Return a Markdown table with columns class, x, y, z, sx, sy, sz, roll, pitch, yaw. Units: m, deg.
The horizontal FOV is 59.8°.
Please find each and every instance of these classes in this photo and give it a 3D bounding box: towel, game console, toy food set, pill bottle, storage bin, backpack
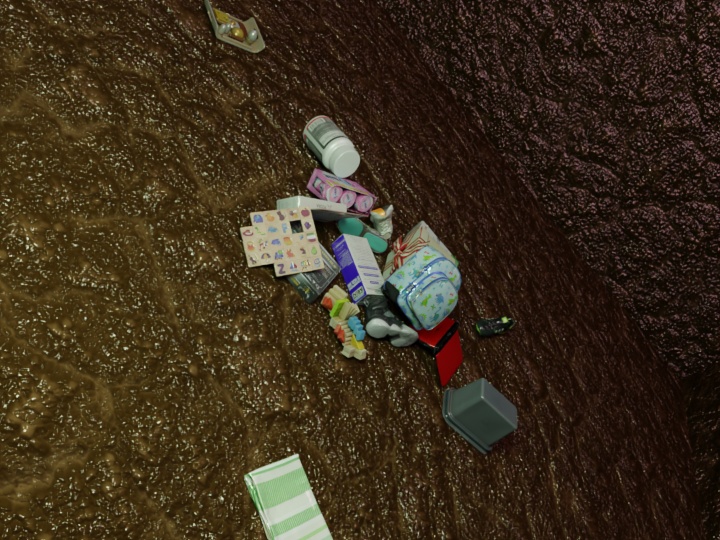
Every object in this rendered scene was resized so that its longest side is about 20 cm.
| class | x | y | z | sx | sy | sz | roll | pitch | yaw |
| --- | --- | --- | --- | --- | --- | --- | --- | --- | --- |
| towel | -0.133 | 0.470 | 1.215 | 0.151 | 0.023 | 0.203 | -3 | 61 | -54 |
| game console | 0.227 | 0.230 | 1.911 | 0.170 | 0.121 | 0.199 | 26 | 27 | 18 |
| toy food set | -0.413 | -0.811 | 2.058 | 0.198 | 0.060 | 0.146 | 5 | 55 | -50 |
| pill bottle | -0.089 | -0.387 | 1.964 | 0.113 | 0.115 | 0.201 | 10 | 33 | -46 |
| storage bin | 0.353 | 0.401 | 1.798 | 0.200 | 0.134 | 0.147 | 42 | 33 | -17 |
| backpack | 0.189 | 0.052 | 1.751 | 0.147 | 0.200 | 0.184 | 37 | -12 | 47 |

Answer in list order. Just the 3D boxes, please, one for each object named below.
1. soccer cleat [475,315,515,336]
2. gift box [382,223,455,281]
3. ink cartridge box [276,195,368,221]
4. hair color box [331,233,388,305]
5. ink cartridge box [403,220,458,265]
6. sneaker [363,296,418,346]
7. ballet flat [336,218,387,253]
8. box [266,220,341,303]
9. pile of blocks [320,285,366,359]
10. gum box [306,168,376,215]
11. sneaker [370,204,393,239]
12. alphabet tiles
| class | x | y | z | sx | sy | sz | roll | pitch | yaw |
| --- | --- | --- | --- | --- | --- | --- | --- | --- | --- |
| soccer cleat | 0.474 | 0.189 | 2.204 | 0.198 | 0.081 | 0.068 | 3 | 56 | -50 |
| gift box | 0.183 | -0.018 | 1.932 | 0.186 | 0.200 | 0.186 | 39 | 29 | -16 |
| ink cartridge box | -0.104 | -0.172 | 1.735 | 0.198 | 0.174 | 0.046 | 3 | 85 | -50 |
| hair color box | 0.000 | 0.000 | 1.801 | 0.108 | 0.065 | 0.203 | 8 | 51 | -49 |
| ink cartridge box | 0.231 | -0.048 | 2.122 | 0.201 | 0.083 | 0.147 | 49 | 33 | -8 |
| sneaker | 0.084 | 0.140 | 1.762 | 0.198 | 0.075 | 0.115 | 23 | 39 | -42 |
| ballet flat | -0.004 | -0.118 | 1.922 | 0.199 | 0.072 | 0.073 | 32 | 37 | -30 |
| box | -0.155 | -0.034 | 1.648 | 0.201 | 0.048 | 0.159 | 49 | 32 | -6 |
| pile of blocks | -0.042 | 0.134 | 1.600 | 0.062 | 0.082 | 0.203 | -8 | 66 | -54 |
| gum box | -0.060 | -0.239 | 1.911 | 0.198 | 0.067 | 0.113 | 11 | 23 | -46 |
| sneaker | 0.076 | -0.147 | 1.961 | 0.200 | 0.074 | 0.094 | 68 | 4 | -87 |
| alphabet tiles | -0.198 | -0.071 | 1.570 | 0.196 | 0.008 | 0.171 | -10 | 80 | -27 |
